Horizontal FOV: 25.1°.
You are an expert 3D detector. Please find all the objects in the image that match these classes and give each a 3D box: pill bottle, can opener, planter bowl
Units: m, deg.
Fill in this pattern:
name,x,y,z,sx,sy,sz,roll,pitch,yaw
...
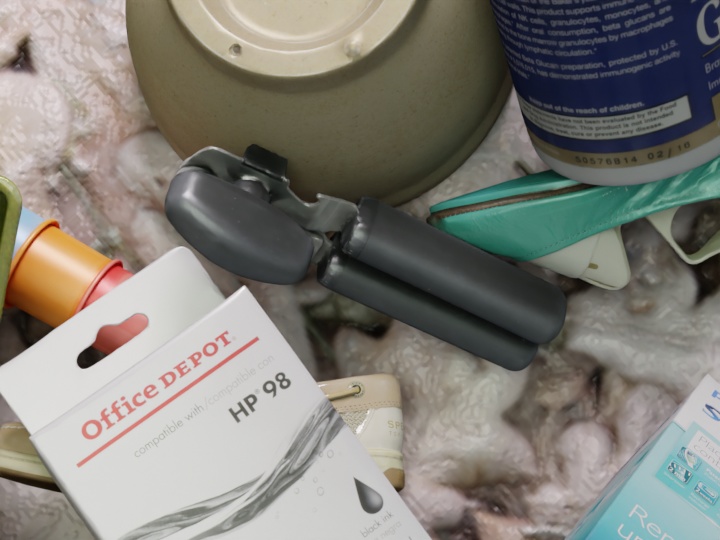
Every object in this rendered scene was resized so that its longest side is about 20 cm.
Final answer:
name,x,y,z,sx,sy,sz,roll,pitch,yaw
pill bottle,0.105,-0.146,0.703,0.111,0.111,0.200,-20,125,2
can opener,0.000,0.000,0.756,0.200,0.053,0.066,22,50,-15
planter bowl,-0.023,-0.132,0.767,0.200,0.135,0.200,-1,83,4

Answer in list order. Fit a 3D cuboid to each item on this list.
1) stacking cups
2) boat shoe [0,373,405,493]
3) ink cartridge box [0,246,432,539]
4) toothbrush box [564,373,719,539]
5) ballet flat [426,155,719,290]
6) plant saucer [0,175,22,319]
name,x,y,z,sx,sy,sz,roll,pitch,yaw
stacking cups,-0.180,-0.017,0.807,0.200,0.061,0.061,26,86,5
boat shoe,-0.079,0.076,0.778,0.200,0.072,0.065,0,78,-1
ink cartridge box,-0.064,0.091,0.708,0.116,0.067,0.200,-36,85,-12
toothbrush box,0.150,0.153,0.678,0.146,0.200,0.085,42,122,10
ballet flat,0.134,-0.030,0.776,0.200,0.067,0.070,-19,95,4
plant saucer,-0.257,0.006,0.779,0.200,0.048,0.200,21,117,8
